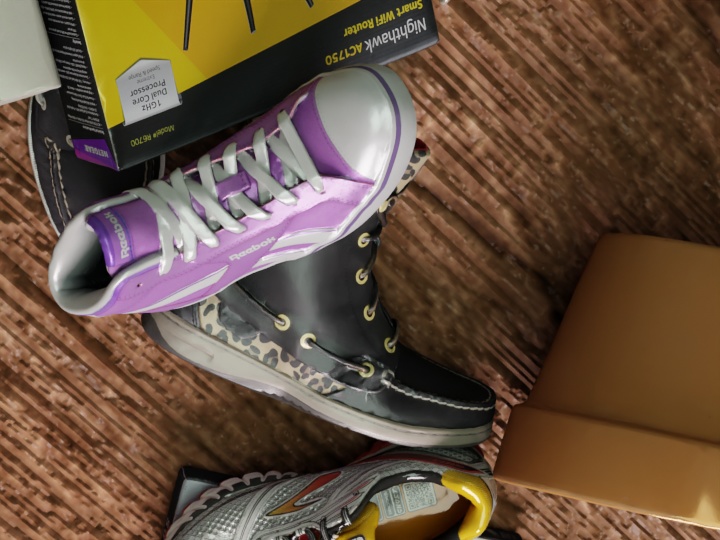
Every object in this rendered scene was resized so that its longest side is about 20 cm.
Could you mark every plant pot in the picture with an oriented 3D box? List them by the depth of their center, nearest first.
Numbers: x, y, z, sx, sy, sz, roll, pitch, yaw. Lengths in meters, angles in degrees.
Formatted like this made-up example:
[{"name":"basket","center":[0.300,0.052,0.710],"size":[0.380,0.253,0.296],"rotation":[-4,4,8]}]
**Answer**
[{"name":"plant pot","center":[0.179,0.062,1.290],"size":[0.199,0.200,0.141],"rotation":[12,88,-12]}]

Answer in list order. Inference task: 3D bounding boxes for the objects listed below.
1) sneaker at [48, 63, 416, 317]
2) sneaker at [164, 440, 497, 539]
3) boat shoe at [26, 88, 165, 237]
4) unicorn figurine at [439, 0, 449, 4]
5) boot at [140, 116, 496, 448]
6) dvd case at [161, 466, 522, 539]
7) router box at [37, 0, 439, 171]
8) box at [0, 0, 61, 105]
[{"name":"sneaker","center":[-0.068,-0.029,1.180],"size":[0.200,0.114,0.073],"rotation":[-36,77,31]},{"name":"sneaker","center":[-0.021,0.140,1.304],"size":[0.199,0.082,0.078],"rotation":[-24,104,-5]},{"name":"boat shoe","center":[-0.131,-0.096,1.253],"size":[0.073,0.060,0.201],"rotation":[3,105,-10]},{"name":"unicorn figurine","center":[0.059,-0.246,1.220],"size":[0.074,0.137,0.201],"rotation":[24,123,5]},{"name":"boot","center":[0.000,0.000,1.297],"size":[0.199,0.073,0.151],"rotation":[21,104,-7]},{"name":"dvd case","center":[-0.022,0.200,1.375],"size":[0.199,0.025,0.151],"rotation":[12,103,-13]},{"name":"router box","center":[-0.064,-0.154,1.209],"size":[0.199,0.051,0.150],"rotation":[-25,113,-29]},{"name":"box","center":[-0.212,-0.173,1.178],"size":[0.077,0.095,0.201],"rotation":[-17,95,-14]}]
